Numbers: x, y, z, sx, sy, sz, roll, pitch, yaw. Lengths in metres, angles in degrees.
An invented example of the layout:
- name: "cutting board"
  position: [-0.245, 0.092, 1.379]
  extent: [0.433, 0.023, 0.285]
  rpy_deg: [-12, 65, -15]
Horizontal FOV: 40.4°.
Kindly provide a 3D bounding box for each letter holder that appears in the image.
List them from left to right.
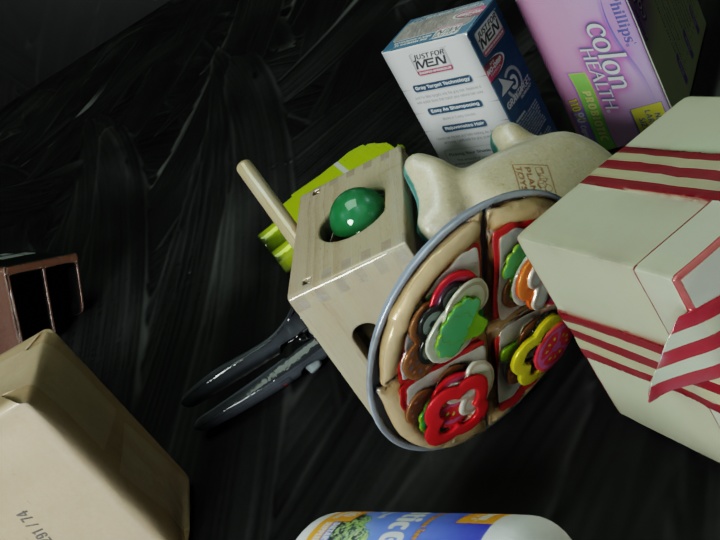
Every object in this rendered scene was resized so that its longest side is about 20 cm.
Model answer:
- name: "letter holder"
  position: [-0.461, 0.053, 1.324]
  extent: [0.100, 0.143, 0.199]
  rpy_deg: [-15, 11, -40]

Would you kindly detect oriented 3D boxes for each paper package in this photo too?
- name: "paper package"
  position: [-0.273, 0.182, 0.808]
  extent: [0.190, 0.200, 0.104]
  rpy_deg: [-29, 28, 11]

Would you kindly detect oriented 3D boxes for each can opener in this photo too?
- name: "can opener"
  position: [-0.078, 0.085, 0.915]
  extent: [0.200, 0.079, 0.064]
  rpy_deg: [-38, 67, -1]

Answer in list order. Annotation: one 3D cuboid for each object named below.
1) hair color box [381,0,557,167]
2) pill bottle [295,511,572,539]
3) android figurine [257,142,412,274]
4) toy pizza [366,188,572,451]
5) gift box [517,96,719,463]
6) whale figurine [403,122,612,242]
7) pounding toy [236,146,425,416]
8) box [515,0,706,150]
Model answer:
- name: "hair color box"
  position: [0.113, -0.139, 0.892]
  extent: [0.100, 0.201, 0.061]
  rpy_deg: [-1, 42, 44]
- name: "pill bottle"
  position: [0.059, 0.191, 0.538]
  extent: [0.199, 0.112, 0.112]
  rpy_deg: [-10, 36, 37]
- name: "android figurine"
  position: [-0.021, -0.077, 1.105]
  extent: [0.200, 0.041, 0.182]
  rpy_deg: [-38, 28, -6]
- name: "toy pizza"
  position: [0.089, 0.041, 0.657]
  extent: [0.200, 0.201, 0.032]
  rpy_deg: [-41, 47, -13]
- name: "gift box"
  position: [0.222, 0.021, 0.571]
  extent: [0.200, 0.185, 0.187]
  rpy_deg: [-43, 21, -10]
- name: "whale figurine"
  position: [0.122, -0.041, 0.771]
  extent: [0.104, 0.199, 0.160]
  rpy_deg: [123, 141, -53]
- name: "pounding toy"
  position: [0.000, 0.000, 0.799]
  extent: [0.141, 0.200, 0.185]
  rpy_deg: [-25, 29, 16]
- name: "box"
  position: [0.249, -0.248, 0.944]
  extent: [0.096, 0.176, 0.201]
  rpy_deg: [-11, 37, 35]
